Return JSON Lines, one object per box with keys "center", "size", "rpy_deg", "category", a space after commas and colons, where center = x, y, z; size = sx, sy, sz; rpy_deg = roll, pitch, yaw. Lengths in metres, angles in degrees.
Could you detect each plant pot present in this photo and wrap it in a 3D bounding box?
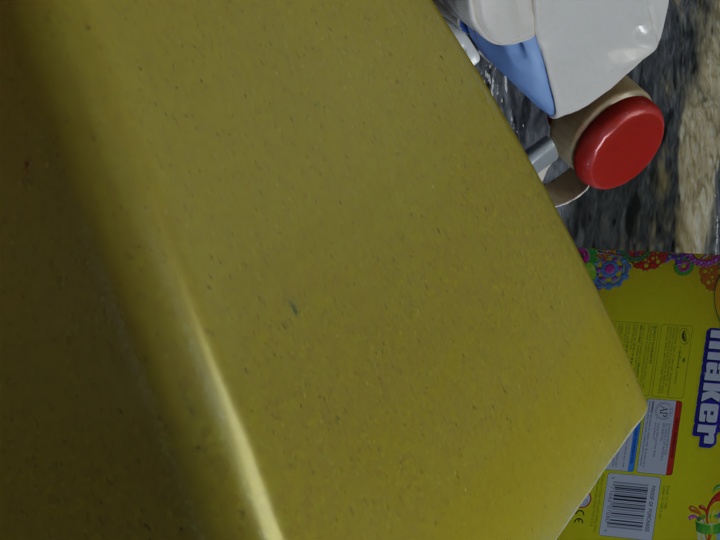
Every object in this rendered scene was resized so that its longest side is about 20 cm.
{"center": [-0.070, 0.001, 0.473], "size": [0.200, 0.200, 0.177], "rpy_deg": [-39, 116, -58], "category": "plant pot"}

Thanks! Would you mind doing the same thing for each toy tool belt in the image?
{"center": [0.065, -0.131, 0.817], "size": [0.125, 0.123, 0.200], "rpy_deg": [-36, 144, -8], "category": "toy tool belt"}

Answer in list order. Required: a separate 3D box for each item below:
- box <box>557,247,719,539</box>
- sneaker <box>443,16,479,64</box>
{"center": [0.180, 0.115, 1.088], "size": [0.193, 0.122, 0.200], "rpy_deg": [43, 54, -60], "category": "box"}
{"center": [0.000, 0.000, 0.764], "size": [0.081, 0.075, 0.200], "rpy_deg": [-18, 113, -42], "category": "sneaker"}
